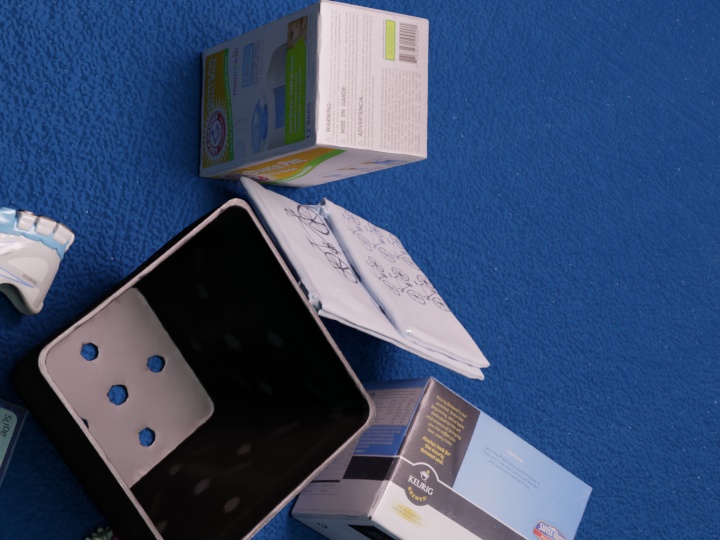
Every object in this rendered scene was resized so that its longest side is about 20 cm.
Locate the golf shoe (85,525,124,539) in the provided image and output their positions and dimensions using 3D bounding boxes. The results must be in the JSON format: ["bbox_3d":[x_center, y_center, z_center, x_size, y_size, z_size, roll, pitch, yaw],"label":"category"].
[{"bbox_3d":[-0.188,0.251,1.222,0.199,0.075,0.092,-31,117,-30],"label":"golf shoe"}]

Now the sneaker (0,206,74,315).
[{"bbox_3d":[-0.308,-0.017,1.166,0.199,0.075,0.088,19,80,-30],"label":"sneaker"}]

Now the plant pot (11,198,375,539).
[{"bbox_3d":[-0.147,0.092,1.195,0.200,0.177,0.200,-41,106,-30],"label":"plant pot"}]

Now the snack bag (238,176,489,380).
[{"bbox_3d":[0.000,0.000,1.300,0.199,0.189,0.021,24,113,-40],"label":"snack bag"}]

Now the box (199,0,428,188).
[{"bbox_3d":[-0.041,-0.134,1.275,0.101,0.199,0.114,5,84,-32],"label":"box"}]

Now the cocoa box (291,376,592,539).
[{"bbox_3d":[0.070,0.194,1.351,0.199,0.133,0.132,35,67,-25],"label":"cocoa box"}]

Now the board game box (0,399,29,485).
[{"bbox_3d":[-0.335,0.171,1.146,0.135,0.034,0.202,27,71,-28],"label":"board game box"}]
